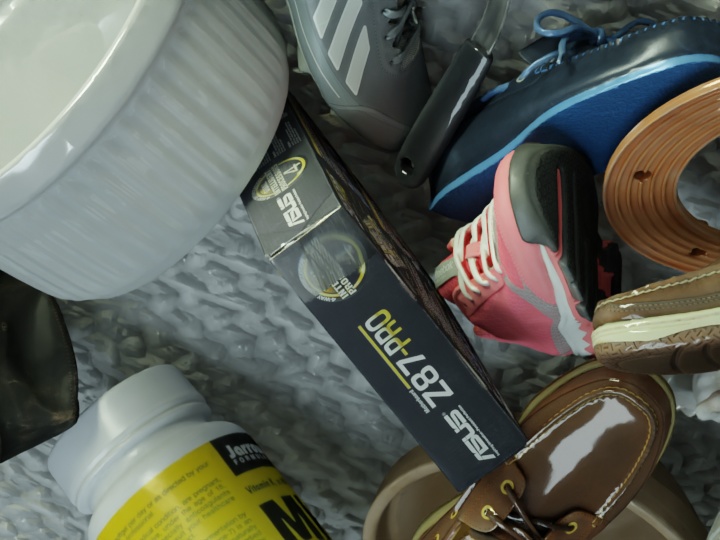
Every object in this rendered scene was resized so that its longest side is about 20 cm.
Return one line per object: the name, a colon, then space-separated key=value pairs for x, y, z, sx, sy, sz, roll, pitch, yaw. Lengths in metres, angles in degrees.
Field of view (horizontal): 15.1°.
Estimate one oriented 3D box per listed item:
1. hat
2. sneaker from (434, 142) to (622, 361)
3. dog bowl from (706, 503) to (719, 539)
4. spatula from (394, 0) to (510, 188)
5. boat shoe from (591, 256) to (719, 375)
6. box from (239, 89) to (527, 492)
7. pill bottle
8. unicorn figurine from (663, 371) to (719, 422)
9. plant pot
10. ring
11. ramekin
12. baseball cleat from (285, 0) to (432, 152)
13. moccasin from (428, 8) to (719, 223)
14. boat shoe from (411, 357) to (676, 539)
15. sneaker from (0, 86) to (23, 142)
hat: x=-0.201 y=0.055 z=1.515 sx=0.081 sy=0.201 sz=0.201 roll=-7 pitch=139 yaw=-15
sneaker: x=0.074 y=0.001 z=1.300 sx=0.086 sy=0.074 sz=0.200 roll=-3 pitch=159 yaw=12
dog bowl: x=0.249 y=0.180 z=1.334 sx=0.200 sy=0.059 sz=0.200 roll=28 pitch=143 yaw=23
spatula: x=0.059 y=-0.115 z=1.265 sx=0.057 sy=0.021 sz=0.200 roll=43 pitch=130 yaw=23
boat shoe: x=0.201 y=-0.002 z=1.250 sx=0.202 sy=0.075 sz=0.075 roll=-8 pitch=166 yaw=-7
box: x=0.000 y=0.000 z=1.329 sx=0.049 sy=0.200 sz=0.161 roll=-34 pitch=117 yaw=4
pill bottle: x=-0.082 y=0.158 z=1.528 sx=0.200 sy=0.114 sz=0.114 roll=50 pitch=140 yaw=16
unicorn figurine: x=0.205 y=0.044 z=1.344 sx=0.199 sy=0.074 sz=0.137 roll=3 pitch=168 yaw=7
plant pot: x=0.109 y=0.140 z=1.489 sx=0.200 sy=0.093 sz=0.201 roll=13 pitch=138 yaw=12
ring: x=0.211 y=-0.050 z=1.258 sx=0.200 sy=0.019 sz=0.201 roll=-2 pitch=152 yaw=-1
ramekin: x=-0.125 y=-0.080 z=1.305 sx=0.200 sy=0.201 sz=0.105 roll=-24 pitch=130 yaw=40
baseball cleat: x=0.007 y=-0.140 z=1.272 sx=0.106 sy=0.070 sz=0.200 roll=-9 pitch=129 yaw=31
moccasin: x=0.094 y=-0.085 z=1.278 sx=0.080 sy=0.068 sz=0.200 roll=18 pitch=151 yaw=-37
boat shoe: x=0.087 y=0.122 z=1.364 sx=0.072 sy=0.068 sz=0.200 roll=38 pitch=125 yaw=-6
sneaker: x=-0.208 y=-0.105 z=1.415 sx=0.200 sy=0.075 sz=0.081 roll=39 pitch=154 yaw=-18
